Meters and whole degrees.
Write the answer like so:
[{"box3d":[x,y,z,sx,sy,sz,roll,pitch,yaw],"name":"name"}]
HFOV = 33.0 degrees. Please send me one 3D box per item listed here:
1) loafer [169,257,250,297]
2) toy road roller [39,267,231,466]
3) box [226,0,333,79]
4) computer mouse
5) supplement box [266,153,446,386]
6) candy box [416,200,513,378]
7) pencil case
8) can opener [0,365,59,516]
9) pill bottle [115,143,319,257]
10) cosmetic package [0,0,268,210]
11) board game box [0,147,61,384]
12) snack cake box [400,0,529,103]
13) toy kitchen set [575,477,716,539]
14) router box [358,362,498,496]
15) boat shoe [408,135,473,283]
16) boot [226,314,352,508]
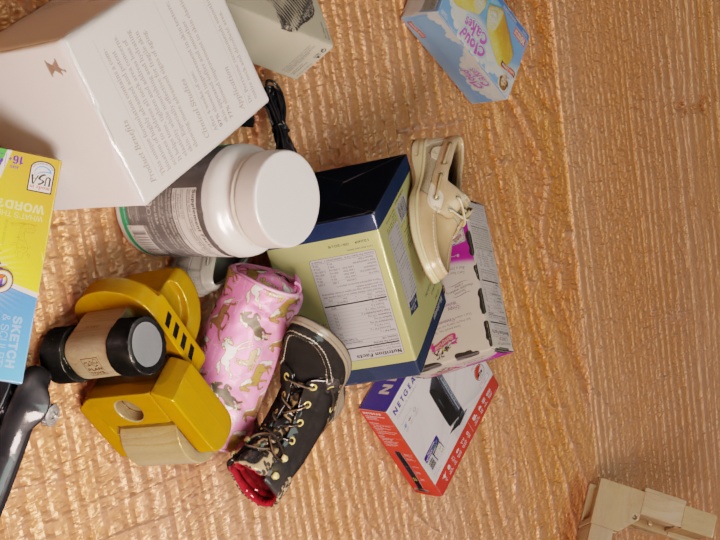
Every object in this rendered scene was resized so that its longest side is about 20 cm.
[{"box3d":[-0.132,-0.045,1.352,0.200,0.070,0.070,-57,131,-33],"name":"loafer"},{"box3d":[-0.208,0.088,1.227,0.200,0.122,0.146,60,37,-31],"name":"toy road roller"},{"box3d":[-0.126,-0.282,1.331,0.200,0.068,0.082,11,52,-50],"name":"box"},{"box3d":[-0.143,-0.167,1.332,0.200,0.046,0.141,18,50,-55],"name":"computer mouse"},{"box3d":[0.000,0.000,1.414,0.200,0.134,0.201,-62,139,-63],"name":"supplement box"},{"box3d":[0.108,0.025,1.555,0.061,0.136,0.201,12,64,-51],"name":"candy box"},{"box3d":[-0.128,0.091,1.302,0.086,0.083,0.201,6,108,-49],"name":"pencil case"},{"box3d":[-0.335,0.179,1.130,0.063,0.078,0.201,92,11,-79],"name":"can opener"},{"box3d":[-0.145,-0.070,1.232,0.113,0.199,0.114,-1,92,-51],"name":"pill bottle"},{"box3d":[-0.230,-0.179,1.153,0.200,0.166,0.168,-46,125,-40],"name":"cosmetic package"},{"box3d":[-0.352,-0.011,1.052,0.152,0.040,0.201,10,81,-19],"name":"board game box"},{"box3d":[0.148,-0.338,1.691,0.200,0.067,0.115,41,59,-43],"name":"snack cake box"},{"box3d":[0.454,0.467,2.026,0.163,0.199,0.181,106,2,-71],"name":"toy kitchen set"},{"box3d":[0.098,0.173,1.656,0.200,0.049,0.180,-58,132,-32],"name":"router box"},{"box3d":[0.097,-0.078,1.427,0.072,0.065,0.201,59,26,-50],"name":"boat shoe"},{"box3d":[-0.077,0.151,1.278,0.151,0.073,0.200,-55,164,-30],"name":"boot"}]
